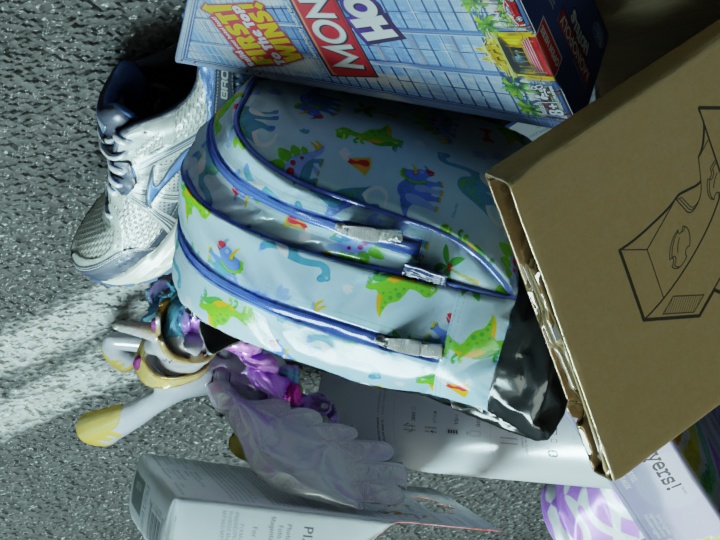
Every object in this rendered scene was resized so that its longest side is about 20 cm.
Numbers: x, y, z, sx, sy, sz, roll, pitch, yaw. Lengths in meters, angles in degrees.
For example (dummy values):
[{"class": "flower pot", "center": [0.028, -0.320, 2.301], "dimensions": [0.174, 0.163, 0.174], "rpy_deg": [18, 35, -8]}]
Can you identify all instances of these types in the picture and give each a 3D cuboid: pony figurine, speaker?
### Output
[{"class": "pony figurine", "center": [-0.069, 0.064, 1.295], "dimensions": [0.192, 0.168, 0.200], "rpy_deg": [8, 161, -15]}, {"class": "speaker", "center": [0.074, 0.091, 1.360], "dimensions": [0.199, 0.082, 0.081], "rpy_deg": [2, 156, 26]}]

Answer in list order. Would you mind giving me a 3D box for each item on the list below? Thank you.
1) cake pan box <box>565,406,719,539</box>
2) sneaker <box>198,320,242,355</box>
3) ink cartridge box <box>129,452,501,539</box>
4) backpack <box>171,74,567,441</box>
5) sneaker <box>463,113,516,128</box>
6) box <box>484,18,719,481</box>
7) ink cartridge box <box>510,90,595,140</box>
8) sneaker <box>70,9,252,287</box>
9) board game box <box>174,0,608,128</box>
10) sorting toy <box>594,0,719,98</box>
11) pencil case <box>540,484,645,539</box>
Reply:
[{"class": "cake pan box", "center": [0.164, 0.058, 1.243], "dimensions": [0.052, 0.200, 0.185], "rpy_deg": [-22, 117, 19]}, {"class": "sneaker", "center": [0.001, -0.002, 1.227], "dimensions": [0.198, 0.105, 0.060], "rpy_deg": [4, 146, -23]}, {"class": "ink cartridge box", "center": [-0.033, 0.155, 1.311], "dimensions": [0.199, 0.057, 0.162], "rpy_deg": [12, -179, -13]}, {"class": "backpack", "center": [0.007, -0.015, 1.039], "dimensions": [0.198, 0.163, 0.155], "rpy_deg": [4, 124, 14]}, {"class": "sneaker", "center": [0.035, -0.089, 1.144], "dimensions": [0.199, 0.076, 0.077], "rpy_deg": [-24, 169, 21]}, {"class": "box", "center": [0.161, -0.024, 0.986], "dimensions": [0.199, 0.021, 0.164], "rpy_deg": [-33, 118, -20]}, {"class": "ink cartridge box", "center": [0.128, -0.033, 1.148], "dimensions": [0.199, 0.175, 0.044], "rpy_deg": [-25, 148, 22]}, {"class": "sneaker", "center": [-0.107, -0.071, 1.120], "dimensions": [0.085, 0.077, 0.200], "rpy_deg": [18, 129, -33]}, {"class": "board game box", "center": [-0.013, -0.147, 0.966], "dimensions": [0.199, 0.062, 0.200], "rpy_deg": [3, 147, 28]}, {"class": "sorting toy", "center": [0.200, -0.170, 1.026], "dimensions": [0.199, 0.070, 0.199], "rpy_deg": [-13, 144, 3]}, {"class": "pencil case", "center": [0.226, 0.160, 1.587], "dimensions": [0.199, 0.086, 0.084], "rpy_deg": [-31, 143, 29]}]
